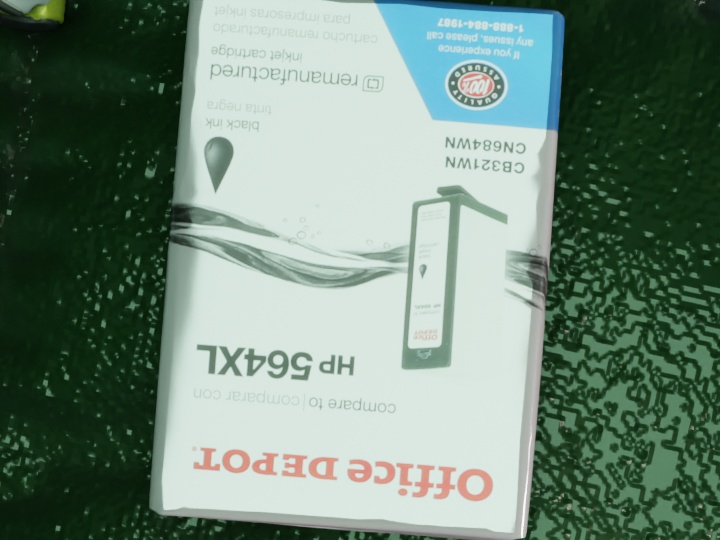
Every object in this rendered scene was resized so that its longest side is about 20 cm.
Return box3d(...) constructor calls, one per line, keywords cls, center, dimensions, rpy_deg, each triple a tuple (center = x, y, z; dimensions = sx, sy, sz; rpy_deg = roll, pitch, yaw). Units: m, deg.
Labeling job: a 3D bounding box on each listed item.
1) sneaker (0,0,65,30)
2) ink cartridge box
box3d(cls="sneaker", center=(-0.190, -0.171, 1.166), dimensions=(0.199, 0.074, 0.085), rpy_deg=(31, 80, -9))
box3d(cls="ink cartridge box", center=(0.000, 0.000, 1.143), dimensions=(0.145, 0.084, 0.201), rpy_deg=(4, 86, 1))
